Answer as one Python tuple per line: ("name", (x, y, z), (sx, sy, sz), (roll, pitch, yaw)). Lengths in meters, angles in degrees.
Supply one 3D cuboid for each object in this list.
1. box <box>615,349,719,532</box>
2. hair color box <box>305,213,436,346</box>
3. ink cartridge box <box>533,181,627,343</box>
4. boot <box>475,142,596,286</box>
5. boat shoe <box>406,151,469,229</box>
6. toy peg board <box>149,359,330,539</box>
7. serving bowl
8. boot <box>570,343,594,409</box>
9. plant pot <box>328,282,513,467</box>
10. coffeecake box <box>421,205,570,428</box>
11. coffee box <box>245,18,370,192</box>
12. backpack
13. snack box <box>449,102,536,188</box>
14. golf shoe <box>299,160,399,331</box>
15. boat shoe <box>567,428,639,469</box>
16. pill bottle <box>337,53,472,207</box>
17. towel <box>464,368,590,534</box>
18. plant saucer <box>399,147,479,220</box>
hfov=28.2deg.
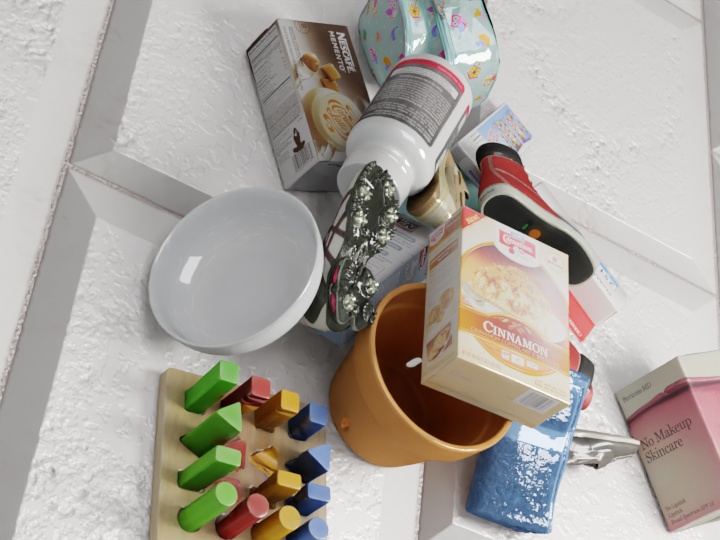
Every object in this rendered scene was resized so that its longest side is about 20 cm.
("box", (0.440, 0.220, 1.861), (0.108, 0.128, 0.201), (-4, 65, -38))
("hair color box", (0.000, 0.000, 1.678), (0.099, 0.061, 0.200), (28, 41, 24))
("ink cartridge box", (0.265, -0.015, 1.890), (0.200, 0.045, 0.176), (53, 23, 2))
("boot", (0.224, -0.078, 1.830), (0.200, 0.072, 0.145), (39, 28, -26))
("boat shoe", (0.096, -0.095, 1.756), (0.064, 0.071, 0.200), (42, 22, -14))
("toy peg board", (-0.103, 0.199, 1.479), (0.198, 0.098, 0.201), (18, 54, -28))
("serving bowl", (-0.126, 0.009, 1.543), (0.066, 0.199, 0.201), (57, 29, -52))
("boot", (0.221, 0.138, 1.776), (0.144, 0.072, 0.200), (49, 42, -4))
("plant pot", (0.056, 0.132, 1.613), (0.199, 0.140, 0.201), (19, 54, -28))
("coffeecake box", (0.152, 0.051, 1.588), (0.153, 0.073, 0.201), (23, 51, -24))
("coffee box", (-0.054, -0.203, 1.777), (0.114, 0.080, 0.201), (1, 64, -39))
("backpack", (0.093, -0.305, 1.891), (0.153, 0.176, 0.201), (-19, 75, -26))
("snack box", (0.181, -0.169, 1.947), (0.072, 0.024, 0.200), (49, 33, -1))
("golf shoe", (-0.018, -0.029, 1.564), (0.077, 0.088, 0.201), (38, 57, -40))
("boat shoe", (0.258, 0.224, 1.773), (0.199, 0.067, 0.057), (10, 87, -30))
("pill bottle", (0.049, -0.157, 1.698), (0.111, 0.111, 0.200), (40, 50, -11))
("towel", (0.196, 0.203, 1.678), (0.111, 0.048, 0.201), (21, 82, -25))
("plant saucer", (0.091, -0.078, 1.843), (0.199, 0.036, 0.201), (18, 54, -27))
